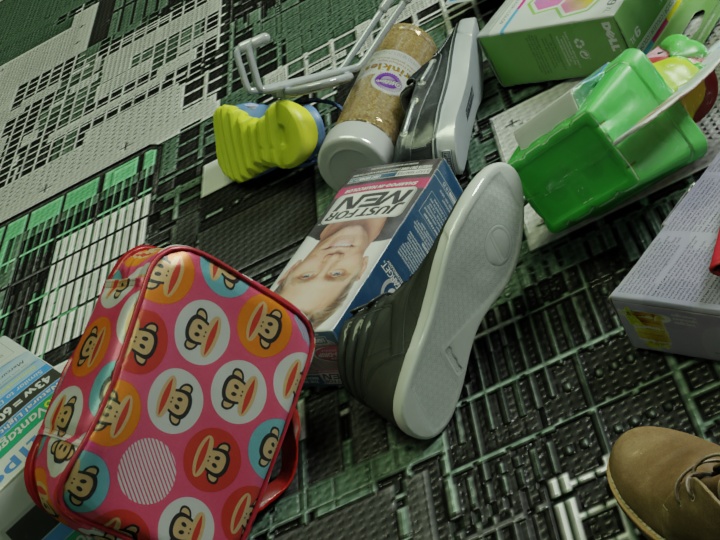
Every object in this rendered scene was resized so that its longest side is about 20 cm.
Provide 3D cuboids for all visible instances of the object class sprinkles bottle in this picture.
[{"bbox_3d":[0.019,-0.151,1.326,0.068,0.068,0.201,-14,34,29],"label":"sprinkles bottle"}]

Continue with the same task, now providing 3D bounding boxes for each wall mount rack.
[{"bbox_3d":[-0.029,-0.214,1.366,0.172,0.075,0.200,-16,9,-8],"label":"wall mount rack"}]

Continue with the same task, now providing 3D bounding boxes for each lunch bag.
[{"bbox_3d":[-0.114,0.097,0.967,0.082,0.176,0.201,0,63,55],"label":"lunch bag"}]

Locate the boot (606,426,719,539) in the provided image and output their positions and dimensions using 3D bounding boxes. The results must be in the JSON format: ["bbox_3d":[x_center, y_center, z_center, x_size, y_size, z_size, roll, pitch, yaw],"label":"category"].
[{"bbox_3d":[0.190,0.117,0.747,0.073,0.076,0.200,-39,29,-10],"label":"boot"}]

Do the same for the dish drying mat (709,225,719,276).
[{"bbox_3d":[0.272,-0.068,0.905,0.076,0.018,0.201,-12,34,34],"label":"dish drying mat"}]

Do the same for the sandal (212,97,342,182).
[{"bbox_3d":[-0.077,-0.130,1.398,0.087,0.080,0.199,-13,12,-33],"label":"sandal"}]

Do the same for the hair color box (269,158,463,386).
[{"bbox_3d":[0.000,0.000,1.122,0.099,0.061,0.201,-5,39,40],"label":"hair color box"}]

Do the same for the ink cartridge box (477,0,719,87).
[{"bbox_3d":[0.213,-0.224,1.258,0.199,0.060,0.104,-1,41,43],"label":"ink cartridge box"}]

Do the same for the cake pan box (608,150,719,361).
[{"bbox_3d":[0.282,-0.024,0.898,0.183,0.052,0.200,8,48,47],"label":"cake pan box"}]

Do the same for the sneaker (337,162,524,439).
[{"bbox_3d":[0.043,0.013,1.002,0.099,0.070,0.201,10,74,51],"label":"sneaker"}]

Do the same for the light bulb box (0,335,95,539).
[{"bbox_3d":[-0.268,0.175,1.048,0.198,0.125,0.199,-43,30,-19],"label":"light bulb box"}]

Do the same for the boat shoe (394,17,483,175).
[{"bbox_3d":[0.069,-0.157,1.275,0.067,0.072,0.201,0,46,15],"label":"boat shoe"}]

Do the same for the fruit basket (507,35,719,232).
[{"bbox_3d":[0.200,-0.121,1.035,0.200,0.094,0.185,-46,7,-32],"label":"fruit basket"}]

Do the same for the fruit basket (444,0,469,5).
[{"bbox_3d":[0.191,-0.351,1.443,0.184,0.094,0.200,4,48,46],"label":"fruit basket"}]
